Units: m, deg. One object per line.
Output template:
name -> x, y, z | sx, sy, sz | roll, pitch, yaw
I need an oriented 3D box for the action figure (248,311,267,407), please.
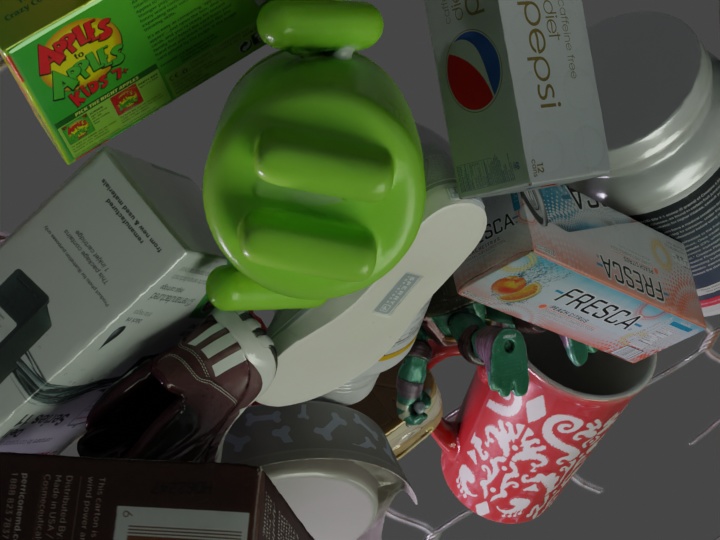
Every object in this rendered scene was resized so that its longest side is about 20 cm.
action figure -> -0.097, 0.062, 1.140 | 0.065, 0.099, 0.200 | -30, 145, -11

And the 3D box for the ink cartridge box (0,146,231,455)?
ink cartridge box -> -0.172, 0.031, 0.998 | 0.200, 0.083, 0.147 | -42, 168, 8

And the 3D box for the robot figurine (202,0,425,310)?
robot figurine -> -0.024, -0.056, 0.915 | 0.115, 0.200, 0.176 | 9, 109, -4

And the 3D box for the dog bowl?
dog bowl -> -0.061, 0.164, 1.212 | 0.199, 0.059, 0.200 | -8, 144, -6

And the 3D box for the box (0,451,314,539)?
box -> -0.126, 0.212, 0.989 | 0.163, 0.167, 0.200 | 1, 159, 8

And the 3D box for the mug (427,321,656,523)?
mug -> 0.129, 0.103, 1.417 | 0.134, 0.177, 0.200 | -59, 173, -44

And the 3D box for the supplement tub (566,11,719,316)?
supplement tub -> 0.218, -0.072, 1.199 | 0.140, 0.140, 0.200 | -38, 133, 3

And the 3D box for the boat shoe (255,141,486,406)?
boat shoe -> -0.006, 0.003, 1.030 | 0.072, 0.069, 0.200 | 11, 131, -37

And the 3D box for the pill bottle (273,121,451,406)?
pill bottle -> 0.000, 0.000, 1.143 | 0.104, 0.104, 0.200 | -14, 142, -32

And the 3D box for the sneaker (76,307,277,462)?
sneaker -> -0.135, 0.104, 1.033 | 0.115, 0.076, 0.200 | -27, 156, -44

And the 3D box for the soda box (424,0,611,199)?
soda box -> 0.082, -0.145, 0.957 | 0.068, 0.201, 0.064 | -10, 180, -38

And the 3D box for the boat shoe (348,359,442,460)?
boat shoe -> -0.018, 0.149, 1.336 | 0.200, 0.074, 0.069 | -31, 142, 2

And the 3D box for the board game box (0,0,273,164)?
board game box -> -0.097, -0.151, 0.908 | 0.200, 0.048, 0.102 | -32, 148, -8

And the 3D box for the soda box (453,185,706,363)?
soda box -> 0.140, -0.002, 1.087 | 0.063, 0.069, 0.200 | -30, 147, 32

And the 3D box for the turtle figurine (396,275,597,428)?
turtle figurine -> 0.074, 0.044, 1.216 | 0.150, 0.200, 0.101 | -42, 112, -21
